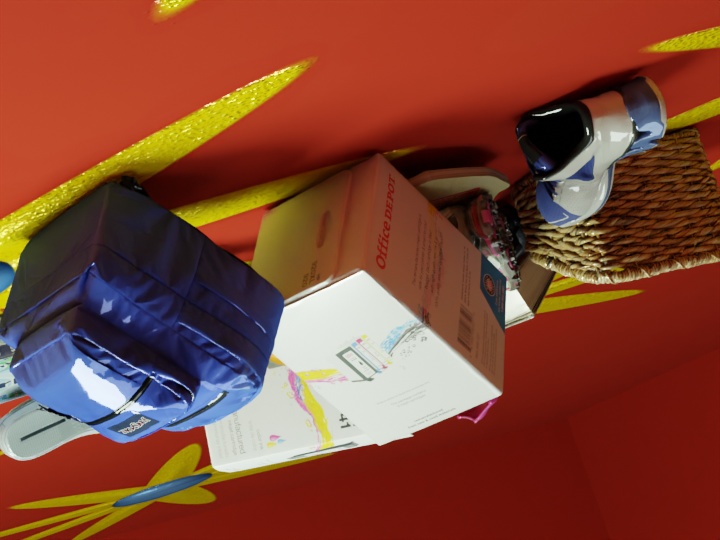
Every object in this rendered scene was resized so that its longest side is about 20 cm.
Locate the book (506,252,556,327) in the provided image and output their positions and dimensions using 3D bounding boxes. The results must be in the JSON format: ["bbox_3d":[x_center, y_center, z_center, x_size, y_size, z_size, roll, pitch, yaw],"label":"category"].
[{"bbox_3d":[0.158,0.007,1.886,0.134,0.048,0.200,-26,-164,34],"label":"book"}]

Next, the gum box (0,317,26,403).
[{"bbox_3d":[-0.360,0.092,1.670,0.170,0.045,0.200,-17,168,-14],"label":"gum box"}]

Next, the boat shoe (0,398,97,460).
[{"bbox_3d":[-0.285,0.134,1.733,0.200,0.074,0.067,-16,-164,-24],"label":"boat shoe"}]

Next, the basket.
[{"bbox_3d":[0.272,-0.046,1.758,0.200,0.149,0.143,-13,166,-30],"label":"basket"}]

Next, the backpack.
[{"bbox_3d":[-0.174,0.054,1.357,0.200,0.168,0.162,30,145,-29],"label":"backpack"}]

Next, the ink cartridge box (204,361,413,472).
[{"bbox_3d":[-0.059,0.112,1.681,0.200,0.148,0.086,-13,169,7],"label":"ink cartridge box"}]

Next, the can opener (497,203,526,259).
[{"bbox_3d":[0.124,-0.025,1.856,0.079,0.063,0.200,-42,-171,-26],"label":"can opener"}]

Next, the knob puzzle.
[{"bbox_3d":[0.047,-0.068,1.601,0.219,0.031,0.220,-17,168,-4],"label":"knob puzzle"}]

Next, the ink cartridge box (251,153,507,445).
[{"bbox_3d":[0.016,0.028,1.503,0.145,0.147,0.200,-26,127,31],"label":"ink cartridge box"}]

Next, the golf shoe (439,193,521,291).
[{"bbox_3d":[0.107,-0.022,1.673,0.092,0.073,0.200,-15,159,12],"label":"golf shoe"}]

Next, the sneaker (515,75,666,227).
[{"bbox_3d":[0.186,-0.110,1.542,0.115,0.081,0.199,-9,158,-23],"label":"sneaker"}]

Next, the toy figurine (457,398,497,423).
[{"bbox_3d":[0.076,0.130,2.030,0.184,0.150,0.200,11,-166,10],"label":"toy figurine"}]

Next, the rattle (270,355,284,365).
[{"bbox_3d":[-0.188,0.088,1.592,0.200,0.143,0.130,-38,-170,-32],"label":"rattle"}]
